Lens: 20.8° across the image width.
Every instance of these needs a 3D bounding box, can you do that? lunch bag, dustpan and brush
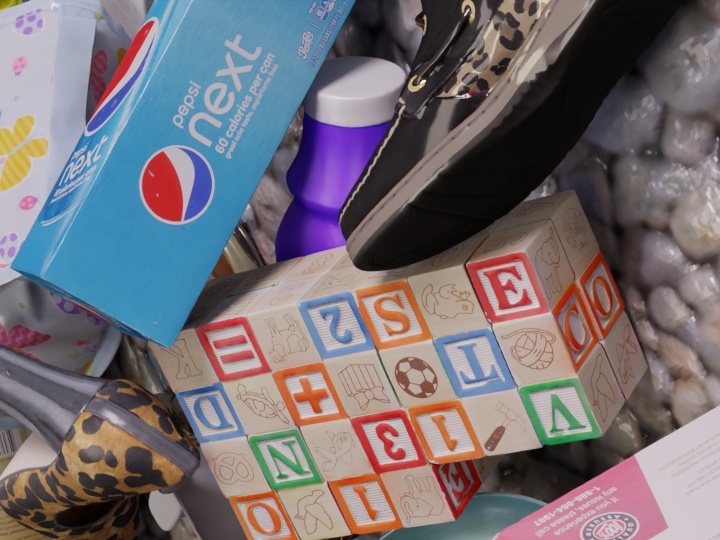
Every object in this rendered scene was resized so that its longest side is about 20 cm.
[{"bbox_3d":[-0.180,-0.029,1.019,0.200,0.127,0.170,131,143,-57],"label":"lunch bag"},{"bbox_3d":[-0.101,0.119,1.107,0.140,0.057,0.200,57,161,13],"label":"dustpan and brush"}]

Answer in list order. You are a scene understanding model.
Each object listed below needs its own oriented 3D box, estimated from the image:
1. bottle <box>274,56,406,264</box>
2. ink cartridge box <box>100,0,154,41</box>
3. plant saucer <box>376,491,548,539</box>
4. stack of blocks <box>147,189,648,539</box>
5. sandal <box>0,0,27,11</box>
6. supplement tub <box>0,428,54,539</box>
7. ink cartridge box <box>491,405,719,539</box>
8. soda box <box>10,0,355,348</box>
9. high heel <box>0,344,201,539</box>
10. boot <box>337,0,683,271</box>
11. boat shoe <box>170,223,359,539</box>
[{"bbox_3d":[0.000,0.000,0.920,0.083,0.065,0.201,22,127,37],"label":"bottle"},{"bbox_3d":[-0.138,-0.173,1.058,0.161,0.050,0.200,51,163,25],"label":"ink cartridge box"},{"bbox_3d":[0.046,0.194,0.831,0.200,0.027,0.201,-22,55,35],"label":"plant saucer"},{"bbox_3d":[0.019,0.048,0.854,0.199,0.059,0.116,-14,110,34],"label":"stack of blocks"},{"bbox_3d":[-0.194,-0.132,1.105,0.200,0.079,0.087,72,-165,-50],"label":"sandal"},{"bbox_3d":[-0.228,0.128,1.266,0.144,0.144,0.201,15,121,52],"label":"supplement tub"},{"bbox_3d":[0.163,0.138,0.687,0.200,0.146,0.083,29,133,45],"label":"ink cartridge box"},{"bbox_3d":[-0.073,-0.071,0.863,0.068,0.201,0.064,30,172,-22],"label":"soda box"},{"bbox_3d":[-0.115,0.110,0.972,0.142,0.072,0.200,21,156,29],"label":"high heel"},{"bbox_3d":[0.031,-0.112,0.767,0.151,0.073,0.200,54,125,24],"label":"boot"},{"bbox_3d":[-0.070,0.067,1.058,0.076,0.074,0.201,-38,77,55],"label":"boat shoe"}]
